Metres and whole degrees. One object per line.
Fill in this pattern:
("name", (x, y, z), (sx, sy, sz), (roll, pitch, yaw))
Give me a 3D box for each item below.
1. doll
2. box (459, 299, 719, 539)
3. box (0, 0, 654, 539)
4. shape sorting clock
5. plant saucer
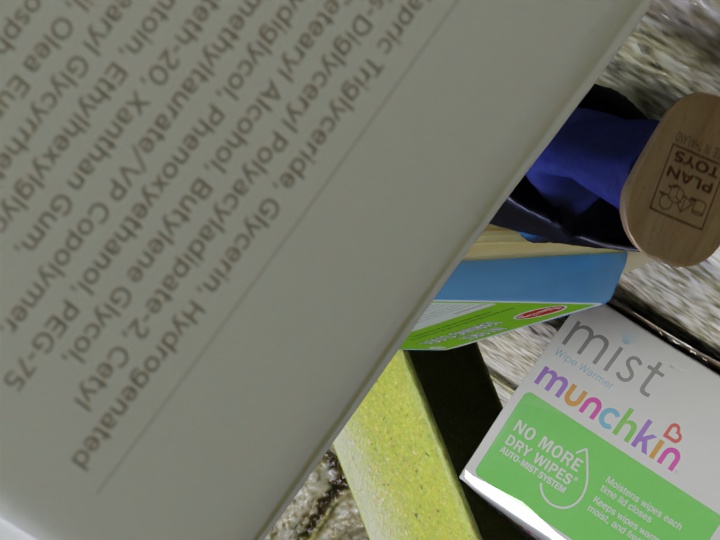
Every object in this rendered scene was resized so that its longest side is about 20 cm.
("doll", (0.054, -0.028, 0.794), (0.136, 0.049, 0.200), (15, 179, -22))
("box", (0.163, 0.115, 1.147), (0.200, 0.097, 0.176), (34, 175, 23))
("box", (-0.071, -0.066, 0.588), (0.171, 0.200, 0.199), (40, 171, -21))
("shape sorting clock", (0.000, 0.000, 0.982), (0.200, 0.039, 0.200), (-2, 172, 0))
("plant saucer", (0.029, 0.077, 1.213), (0.200, 0.048, 0.200), (33, -145, -75))
